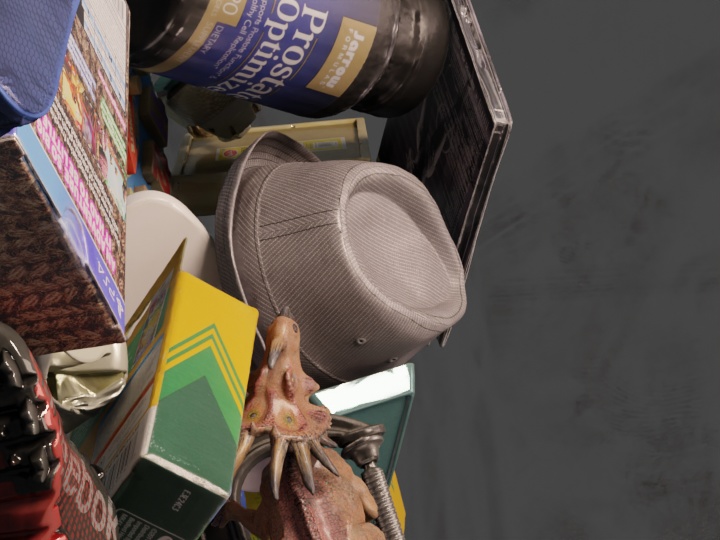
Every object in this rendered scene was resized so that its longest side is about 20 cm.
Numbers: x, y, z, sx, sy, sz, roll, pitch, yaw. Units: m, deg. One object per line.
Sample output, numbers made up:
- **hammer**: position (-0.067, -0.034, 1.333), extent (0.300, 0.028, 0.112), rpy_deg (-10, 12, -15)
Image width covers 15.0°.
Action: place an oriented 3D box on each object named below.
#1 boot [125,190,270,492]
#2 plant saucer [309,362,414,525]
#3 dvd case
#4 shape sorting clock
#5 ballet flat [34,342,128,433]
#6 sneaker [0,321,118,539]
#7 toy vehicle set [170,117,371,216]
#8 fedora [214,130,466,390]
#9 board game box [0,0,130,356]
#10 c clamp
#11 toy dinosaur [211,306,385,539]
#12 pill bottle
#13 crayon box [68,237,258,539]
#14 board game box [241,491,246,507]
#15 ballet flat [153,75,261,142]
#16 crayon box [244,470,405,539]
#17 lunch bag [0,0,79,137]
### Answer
- **boot**: position (-0.100, 0.031, 1.598), extent (0.090, 0.073, 0.200), rpy_deg (-118, -174, -65)
- **plant saucer**: position (-0.012, 0.134, 1.614), extent (0.019, 0.070, 0.200), rpy_deg (56, -31, 32)
- **dvd case**: position (0.048, -0.073, 1.665), extent (0.200, 0.016, 0.149), rpy_deg (106, -25, -47)
- **shape sorting clock**: position (-0.148, -0.106, 1.599), extent (0.200, 0.039, 0.200), rpy_deg (-9, 90, -81)
- **ballet flat**: position (-0.149, 0.045, 1.357), extent (0.200, 0.069, 0.069), rpy_deg (39, 43, -77)
- **sneaker**: position (-0.156, 0.100, 1.246), extent (0.098, 0.071, 0.201), rpy_deg (-82, 162, -61)
- **toy vehicle set**: position (-0.056, -0.068, 1.774), extent (0.200, 0.124, 0.027), rpy_deg (-94, 178, -79)
- **fedora**: position (0.000, 0.000, 1.586), extent (0.200, 0.090, 0.177), rpy_deg (40, 42, -50)
- **board game box**: position (-0.172, -0.084, 1.237), extent (0.159, 0.097, 0.200), rpy_deg (69, 15, -53)
- **c clamp**: position (-0.002, 0.164, 1.512), extent (0.027, 0.171, 0.200), rpy_deg (99, -32, -79)
- **toy dinosaur**: position (-0.023, 0.133, 1.428), extent (0.200, 0.086, 0.136), rpy_deg (58, -10, 19)
- **pill bottle**: position (-0.049, -0.150, 1.572), extent (0.200, 0.112, 0.112), rpy_deg (14, 61, -39)
- **crayon box**: position (-0.108, 0.088, 1.397), extent (0.126, 0.052, 0.200), rpy_deg (-54, -164, 28)
- **board game box**: position (-0.101, 0.182, 1.583), extent (0.200, 0.045, 0.135), rpy_deg (2, 79, -81)
- **ballet flat**: position (-0.088, -0.112, 1.731), extent (0.062, 0.067, 0.200), rpy_deg (48, -4, -7)
- **crayon box**: position (-0.046, 0.122, 1.732), extent (0.051, 0.127, 0.200), rpy_deg (-83, 163, -59)
- **lunch bag**: position (-0.195, -0.121, 1.040), extent (0.136, 0.132, 0.200), rpy_deg (58, 20, -27)
